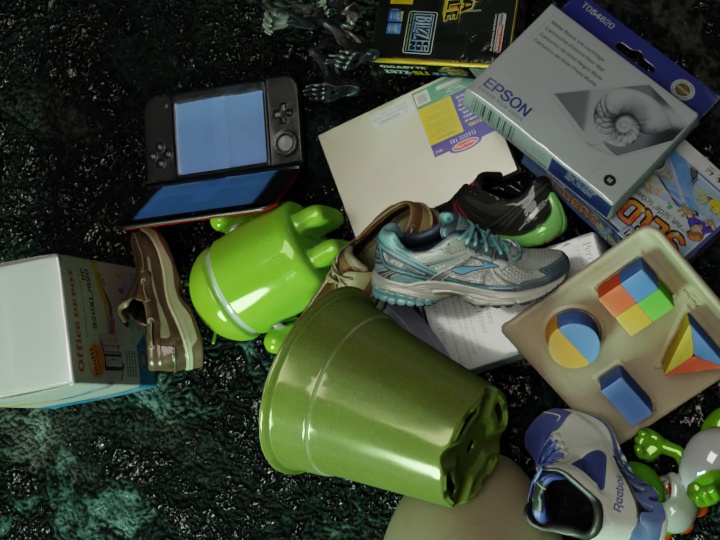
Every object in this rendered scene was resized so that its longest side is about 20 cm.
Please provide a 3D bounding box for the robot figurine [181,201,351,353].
[{"bbox_3d":[-0.103,0.001,1.683,0.199,0.116,0.176,-30,78,18],"label":"robot figurine"}]

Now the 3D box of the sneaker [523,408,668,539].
[{"bbox_3d":[0.203,0.199,1.491,0.199,0.115,0.081,49,124,53],"label":"sneaker"}]

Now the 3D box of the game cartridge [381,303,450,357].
[{"bbox_3d":[0.033,0.109,1.627,0.200,0.040,0.134,51,123,30],"label":"game cartridge"}]

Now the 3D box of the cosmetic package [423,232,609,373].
[{"bbox_3d":[0.175,0.038,1.611,0.199,0.074,0.102,-21,80,17],"label":"cosmetic package"}]

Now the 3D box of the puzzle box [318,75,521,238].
[{"bbox_3d":[0.065,-0.128,1.689,0.199,0.025,0.134,-23,78,15],"label":"puzzle box"}]

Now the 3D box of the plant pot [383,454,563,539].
[{"bbox_3d":[0.115,0.263,1.560,0.199,0.200,0.135,-8,63,18],"label":"plant pot"}]

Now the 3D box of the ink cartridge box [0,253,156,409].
[{"bbox_3d":[-0.344,0.072,1.717,0.144,0.200,0.148,-12,82,18],"label":"ink cartridge box"}]

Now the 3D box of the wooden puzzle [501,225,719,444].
[{"bbox_3d":[0.269,0.076,1.526,0.200,0.046,0.185,-36,109,25],"label":"wooden puzzle"}]

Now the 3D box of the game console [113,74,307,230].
[{"bbox_3d":[-0.172,-0.134,1.721,0.199,0.119,0.173,-7,83,18],"label":"game console"}]

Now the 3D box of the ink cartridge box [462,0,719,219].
[{"bbox_3d":[0.242,-0.183,1.572,0.199,0.041,0.200,39,69,14],"label":"ink cartridge box"}]

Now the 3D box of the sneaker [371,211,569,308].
[{"bbox_3d":[0.109,-0.013,1.515,0.199,0.078,0.087,-3,112,0],"label":"sneaker"}]

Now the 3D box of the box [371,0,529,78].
[{"bbox_3d":[0.105,-0.311,1.668,0.159,0.049,0.201,6,79,22],"label":"box"}]

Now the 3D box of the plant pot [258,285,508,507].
[{"bbox_3d":[0.035,0.141,1.490,0.189,0.200,0.201,22,92,30],"label":"plant pot"}]

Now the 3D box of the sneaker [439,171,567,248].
[{"bbox_3d":[0.126,-0.062,1.617,0.199,0.077,0.084,-7,98,32],"label":"sneaker"}]

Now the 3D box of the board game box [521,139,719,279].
[{"bbox_3d":[0.284,-0.092,1.575,0.135,0.034,0.200,-40,72,-19],"label":"board game box"}]

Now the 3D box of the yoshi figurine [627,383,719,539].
[{"bbox_3d":[0.320,0.196,1.525,0.112,0.112,0.200,46,107,13],"label":"yoshi figurine"}]

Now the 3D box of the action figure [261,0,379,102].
[{"bbox_3d":[-0.043,-0.289,1.673,0.119,0.102,0.201,-52,39,43],"label":"action figure"}]

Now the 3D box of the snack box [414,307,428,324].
[{"bbox_3d":[0.043,0.068,1.678,0.072,0.024,0.201,-17,79,16],"label":"snack box"}]

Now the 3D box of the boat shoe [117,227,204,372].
[{"bbox_3d":[-0.237,0.030,1.714,0.074,0.075,0.203,-13,47,-16],"label":"boat shoe"}]

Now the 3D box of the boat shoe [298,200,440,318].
[{"bbox_3d":[0.000,0.000,1.591,0.200,0.074,0.076,-47,52,7],"label":"boat shoe"}]
